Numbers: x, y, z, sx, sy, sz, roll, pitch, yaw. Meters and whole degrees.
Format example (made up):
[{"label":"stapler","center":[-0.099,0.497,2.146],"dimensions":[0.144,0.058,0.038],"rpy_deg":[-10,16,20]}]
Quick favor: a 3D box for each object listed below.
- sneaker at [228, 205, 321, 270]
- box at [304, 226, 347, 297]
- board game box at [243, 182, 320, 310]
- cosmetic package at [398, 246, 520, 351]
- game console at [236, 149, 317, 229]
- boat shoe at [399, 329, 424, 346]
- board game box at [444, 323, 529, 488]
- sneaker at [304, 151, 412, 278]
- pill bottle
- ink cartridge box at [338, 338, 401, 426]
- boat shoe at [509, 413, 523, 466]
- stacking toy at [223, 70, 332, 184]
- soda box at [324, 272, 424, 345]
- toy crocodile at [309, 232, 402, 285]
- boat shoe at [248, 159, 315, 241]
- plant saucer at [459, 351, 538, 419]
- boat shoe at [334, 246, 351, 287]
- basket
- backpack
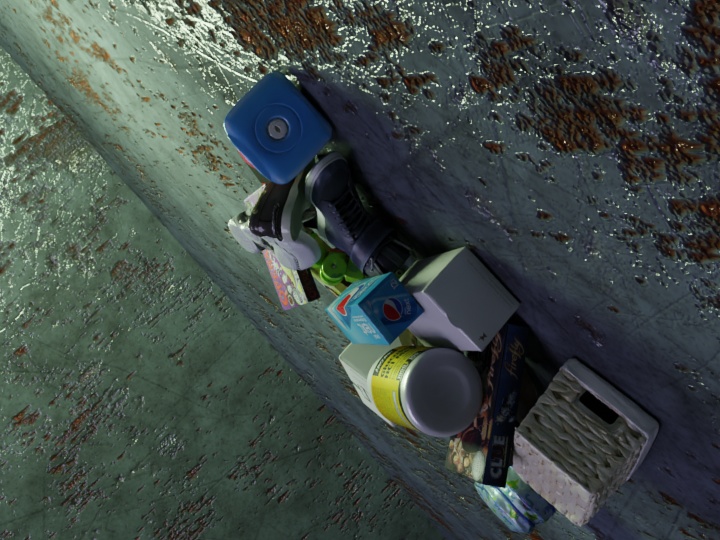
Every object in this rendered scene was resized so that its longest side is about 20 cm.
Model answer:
[{"label":"sneaker","center":[-0.103,-0.072,1.303],"dimensions":[0.199,0.115,0.076],"rpy_deg":[18,145,48]},{"label":"box","center":[-0.047,0.003,1.523],"dimensions":[0.200,0.050,0.075],"rpy_deg":[44,168,-30]},{"label":"board game box","center":[-0.131,-0.038,1.457],"dimensions":[0.202,0.032,0.120],"rpy_deg":[69,158,0]},{"label":"cosmetic package","center":[0.112,0.042,1.158],"dimensions":[0.108,0.085,0.200],"rpy_deg":[46,166,-8]},{"label":"game console","center":[-0.117,-0.141,1.433],"dimensions":[0.178,0.031,0.199],"rpy_deg":[54,164,-19]},{"label":"boat shoe","center":[0.095,0.086,1.342],"dimensions":[0.202,0.065,0.072],"rpy_deg":[81,163,-55]},{"label":"board game box","center":[0.166,0.174,1.169],"dimensions":[0.034,0.203,0.135],"rpy_deg":[12,172,-13]},{"label":"sneaker","center":[0.002,-0.065,1.183],"dimensions":[0.146,0.077,0.203],"rpy_deg":[41,166,22]},{"label":"pill bottle","center":[0.078,0.160,1.208],"dimensions":[0.113,0.112,0.200],"rpy_deg":[47,165,-10]},{"label":"ink cartridge box","center":[0.058,0.161,1.529],"dimensions":[0.084,0.146,0.201],"rpy_deg":[34,164,29]},{"label":"boat shoe","center":[0.161,0.193,1.268],"dimensions":[0.202,0.063,0.074],"rpy_deg":[48,147,17]},{"label":"stacking toy","center":[-0.119,-0.186,1.189],"dimensions":[0.116,0.110,0.200],"rpy_deg":[45,178,-12]},{"label":"soda box","center":[0.014,0.054,1.179],"dimensions":[0.068,0.064,0.200],"rpy_deg":[50,166,-6]},{"label":"toy crocodile","center":[0.000,0.000,1.347],"dimensions":[0.197,0.063,0.068],"rpy_deg":[18,169,-2]},{"label":"boat shoe","center":[-0.101,-0.105,1.191],"dimensions":[0.060,0.202,0.073],"rpy_deg":[2,120,8]},{"label":"plant saucer","center":[0.178,0.180,1.317],"dimensions":[0.199,0.032,0.202],"rpy_deg":[32,138,34]},{"label":"boat shoe","center":[0.020,0.039,1.438],"dimensions":[0.202,0.075,0.075],"rpy_deg":[40,166,19]},{"label":"basket","center":[0.276,0.226,1.120],"dimensions":[0.135,0.123,0.201],"rpy_deg":[38,165,24]},{"label":"backpack","center":[0.288,0.400,1.601],"dimensions":[0.164,0.153,0.200],"rpy_deg":[51,154,3]}]
